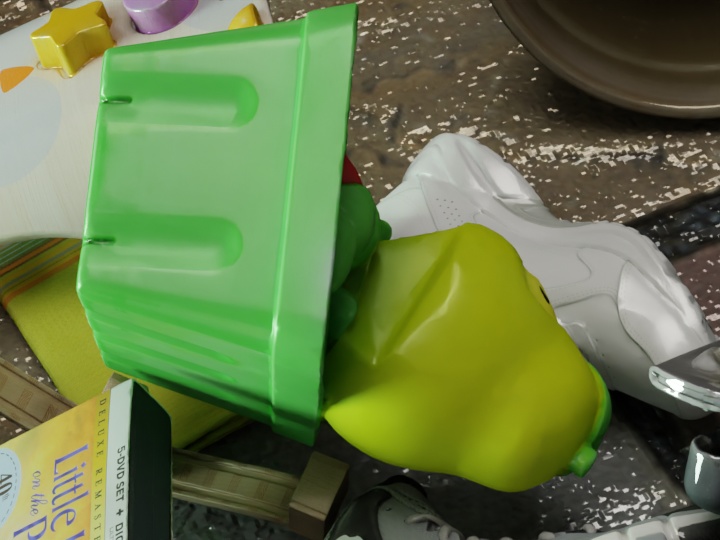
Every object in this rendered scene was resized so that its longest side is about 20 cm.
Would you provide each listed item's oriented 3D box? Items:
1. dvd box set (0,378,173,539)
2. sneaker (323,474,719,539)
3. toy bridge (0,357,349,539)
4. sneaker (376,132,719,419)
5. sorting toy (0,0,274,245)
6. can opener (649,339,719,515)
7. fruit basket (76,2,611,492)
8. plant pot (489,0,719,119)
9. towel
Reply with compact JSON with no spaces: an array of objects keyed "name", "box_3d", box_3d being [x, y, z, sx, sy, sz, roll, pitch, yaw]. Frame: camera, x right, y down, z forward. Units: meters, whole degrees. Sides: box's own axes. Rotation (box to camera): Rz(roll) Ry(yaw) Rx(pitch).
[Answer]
[{"name":"dvd box set","box_3d":[-0.159,0.138,0.996,0.200,0.029,0.146,-27,38,20]},{"name":"sneaker","box_3d":[0.056,0.107,1.002,0.200,0.075,0.116,-22,43,-7]},{"name":"toy bridge","box_3d":[-0.095,0.065,1.069,0.200,0.067,0.027,22,68,7]},{"name":"sneaker","box_3d":[0.066,0.023,1.092,0.099,0.078,0.200,-41,41,-16]},{"name":"sorting toy","box_3d":[-0.121,-0.076,1.193,0.180,0.107,0.200,-17,40,0]},{"name":"can opener","box_3d":[0.166,0.045,1.007,0.053,0.067,0.200,17,15,28]},{"name":"fruit basket","box_3d":[0.000,0.000,1.003,0.215,0.216,0.156,2,78,16]},{"name":"plant pot","box_3d":[0.154,-0.194,1.215,0.200,0.200,0.174,-4,28,10]},{"name":"towel","box_3d":[-0.109,0.014,1.175,0.086,0.018,0.200,-31,48,-9]}]
